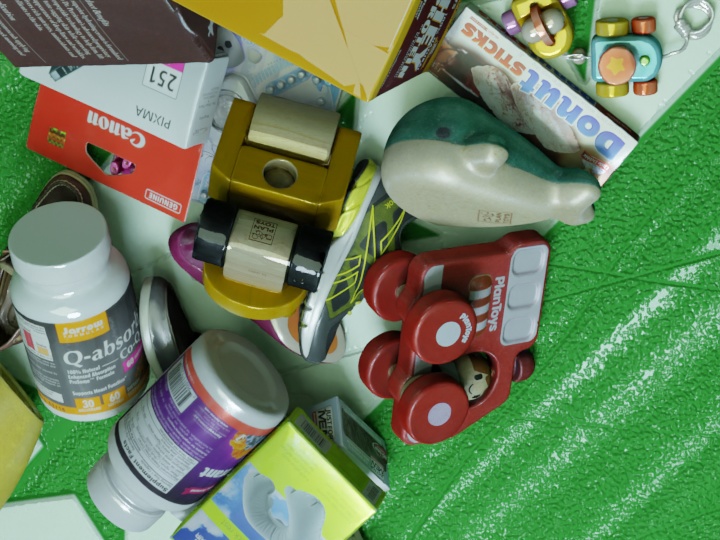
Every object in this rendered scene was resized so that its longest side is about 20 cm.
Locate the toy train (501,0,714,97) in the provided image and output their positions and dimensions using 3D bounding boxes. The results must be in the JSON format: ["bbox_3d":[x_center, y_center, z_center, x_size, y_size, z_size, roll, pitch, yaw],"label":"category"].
[{"bbox_3d":[0.207,-0.240,1.562,0.200,0.056,0.150,38,113,-1],"label":"toy train"}]

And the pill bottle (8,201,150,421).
[{"bbox_3d":[-0.273,0.040,1.705,0.116,0.117,0.201,4,133,12],"label":"pill bottle"}]

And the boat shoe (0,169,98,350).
[{"bbox_3d":[-0.322,-0.005,1.755,0.072,0.072,0.201,33,113,4],"label":"boat shoe"}]

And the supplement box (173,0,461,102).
[{"bbox_3d":[-0.023,-0.259,1.519,0.196,0.200,0.133,28,109,8],"label":"supplement box"}]

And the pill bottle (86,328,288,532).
[{"bbox_3d":[-0.170,0.158,1.688,0.111,0.111,0.200,44,114,-4],"label":"pill bottle"}]

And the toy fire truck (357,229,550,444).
[{"bbox_3d":[0.096,0.066,1.650,0.167,0.112,0.201,-8,118,-24],"label":"toy fire truck"}]

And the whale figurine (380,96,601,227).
[{"bbox_3d":[0.120,-0.097,1.602,0.199,0.159,0.104,10,71,6],"label":"whale figurine"}]

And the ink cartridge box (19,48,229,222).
[{"bbox_3d":[-0.235,-0.158,1.675,0.199,0.044,0.175,25,111,20],"label":"ink cartridge box"}]

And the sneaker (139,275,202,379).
[{"bbox_3d":[-0.146,0.087,1.754,0.106,0.075,0.201,-12,114,12],"label":"sneaker"}]

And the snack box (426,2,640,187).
[{"bbox_3d":[0.156,-0.155,1.619,0.200,0.024,0.072,38,113,-1],"label":"snack box"}]

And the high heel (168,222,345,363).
[{"bbox_3d":[-0.103,0.025,1.738,0.200,0.096,0.068,35,75,-21],"label":"high heel"}]

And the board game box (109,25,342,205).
[{"bbox_3d":[-0.128,-0.150,1.687,0.199,0.026,0.201,20,112,6],"label":"board game box"}]

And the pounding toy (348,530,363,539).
[{"bbox_3d":[-0.026,0.361,1.795,0.199,0.142,0.185,-24,92,21],"label":"pounding toy"}]

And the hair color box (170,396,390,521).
[{"bbox_3d":[-0.081,0.205,1.757,0.199,0.061,0.099,-23,138,20],"label":"hair color box"}]

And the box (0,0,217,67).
[{"bbox_3d":[-0.238,-0.287,1.560,0.199,0.166,0.165,0,72,13],"label":"box"}]

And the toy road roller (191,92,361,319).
[{"bbox_3d":[-0.083,-0.047,1.626,0.122,0.201,0.146,15,149,-1],"label":"toy road roller"}]

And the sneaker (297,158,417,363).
[{"bbox_3d":[0.000,0.000,1.667,0.084,0.074,0.201,20,99,-7],"label":"sneaker"}]

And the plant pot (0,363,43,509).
[{"bbox_3d":[-0.406,0.159,1.787,0.142,0.200,0.200,-40,97,-6],"label":"plant pot"}]

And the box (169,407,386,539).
[{"bbox_3d":[-0.086,0.241,1.687,0.122,0.048,0.200,44,110,0],"label":"box"}]
